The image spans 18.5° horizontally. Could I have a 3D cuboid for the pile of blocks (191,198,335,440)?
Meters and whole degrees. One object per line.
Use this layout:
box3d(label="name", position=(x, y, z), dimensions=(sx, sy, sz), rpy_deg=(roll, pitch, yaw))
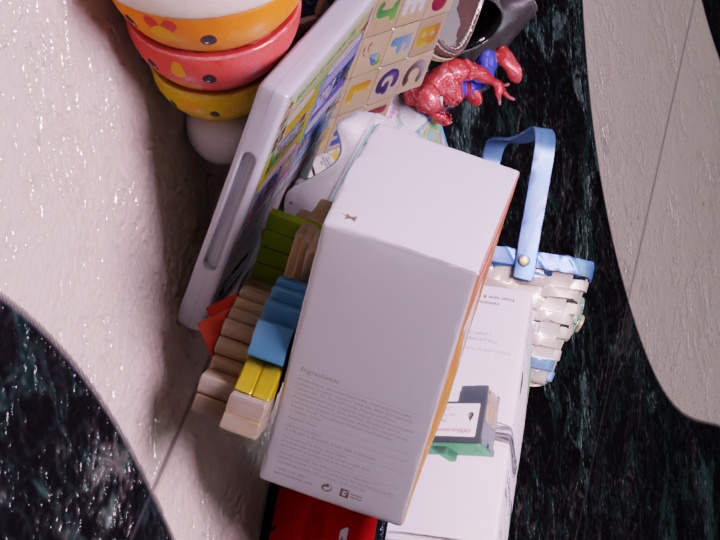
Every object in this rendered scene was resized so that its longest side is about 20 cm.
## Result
box3d(label="pile of blocks", position=(-0.061, 0.016, 1.371), dimensions=(0.082, 0.062, 0.200), rpy_deg=(104, 6, -45))

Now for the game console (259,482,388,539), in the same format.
box3d(label="game console", position=(-0.013, 0.234, 1.465), dimensions=(0.119, 0.172, 0.201), rpy_deg=(34, 48, -29))

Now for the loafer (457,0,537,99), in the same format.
box3d(label="loafer", position=(0.122, -0.237, 1.980), dimensions=(0.073, 0.072, 0.201), rpy_deg=(62, 31, -47))

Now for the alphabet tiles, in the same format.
box3d(label="alphabet tiles", position=(-0.003, -0.149, 1.548), dimensions=(0.200, 0.006, 0.167), rpy_deg=(-25, 144, -47))

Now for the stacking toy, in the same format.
box3d(label="stacking toy", position=(-0.087, -0.142, 1.383), dimensions=(0.200, 0.145, 0.146), rpy_deg=(84, 15, -45))

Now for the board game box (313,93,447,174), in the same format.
box3d(label="board game box", position=(0.020, -0.086, 1.733), dimensions=(0.200, 0.034, 0.135), rpy_deg=(-63, 142, -54))

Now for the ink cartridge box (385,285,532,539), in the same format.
box3d(label="ink cartridge box", position=(0.069, 0.130, 1.562), dimensions=(0.146, 0.084, 0.201), rpy_deg=(84, 15, -60))

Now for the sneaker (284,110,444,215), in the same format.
box3d(label="sneaker", position=(-0.022, -0.018, 1.492), dimensions=(0.201, 0.080, 0.070), rpy_deg=(-58, 180, 14))

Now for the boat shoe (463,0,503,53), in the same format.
box3d(label="boat shoe", position=(0.041, -0.199, 1.712), dimensions=(0.201, 0.063, 0.074), rpy_deg=(-14, 143, -53))

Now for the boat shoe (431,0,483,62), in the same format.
box3d(label="boat shoe", position=(0.081, -0.257, 1.661), dimensions=(0.072, 0.072, 0.201), rpy_deg=(13, 85, -41))

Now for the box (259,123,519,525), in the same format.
box3d(label="box", position=(0.017, 0.034, 1.364), dimensions=(0.125, 0.097, 0.201), rpy_deg=(-64, 171, -54))

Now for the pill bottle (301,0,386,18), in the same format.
box3d(label="pill bottle", position=(-0.031, -0.229, 1.533), dimensions=(0.200, 0.112, 0.113), rpy_deg=(25, 62, -65))

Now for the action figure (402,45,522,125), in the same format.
box3d(label="action figure", position=(0.081, -0.146, 1.769), dimensions=(0.052, 0.065, 0.200), rpy_deg=(67, 21, 1))

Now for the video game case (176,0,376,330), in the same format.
box3d(label="video game case", position=(-0.052, -0.079, 1.436), dimensions=(0.183, 0.022, 0.200), rpy_deg=(-67, 174, 31))

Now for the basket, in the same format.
box3d(label="basket", position=(0.112, -0.011, 1.768), dimensions=(0.176, 0.138, 0.201), rpy_deg=(-176, -89, -82))
